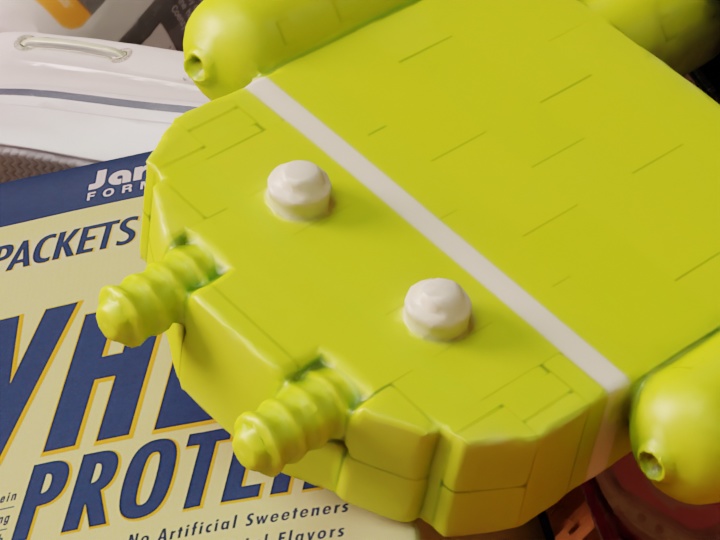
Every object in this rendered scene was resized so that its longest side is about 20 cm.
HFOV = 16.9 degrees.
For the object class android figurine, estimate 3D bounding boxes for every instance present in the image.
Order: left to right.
[{"bbox_3d":[0.033,-0.013,0.563,0.200,0.041,0.182,-26,55,-33],"label":"android figurine"}]

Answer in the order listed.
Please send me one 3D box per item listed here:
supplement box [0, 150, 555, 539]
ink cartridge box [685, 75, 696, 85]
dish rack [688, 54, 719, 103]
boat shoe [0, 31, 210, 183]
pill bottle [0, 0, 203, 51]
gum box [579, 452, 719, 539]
[{"bbox_3d":[-0.025,0.103,0.626,0.134,0.200,0.200,-11,43,10],"label":"supplement box"},{"bbox_3d":[0.065,-0.141,0.926,0.117,0.067,0.200,-44,46,-18],"label":"ink cartridge box"},{"bbox_3d":[0.222,-0.066,0.789,0.200,0.055,0.153,-27,43,-3],"label":"dish rack"},{"bbox_3d":[-0.028,-0.035,0.695,0.200,0.074,0.067,12,53,3],"label":"boat shoe"},{"bbox_3d":[-0.073,-0.142,0.871,0.116,0.116,0.200,23,66,39],"label":"pill bottle"},{"bbox_3d":[0.164,0.016,0.639,0.200,0.066,0.113,-21,0,38],"label":"gum box"}]
